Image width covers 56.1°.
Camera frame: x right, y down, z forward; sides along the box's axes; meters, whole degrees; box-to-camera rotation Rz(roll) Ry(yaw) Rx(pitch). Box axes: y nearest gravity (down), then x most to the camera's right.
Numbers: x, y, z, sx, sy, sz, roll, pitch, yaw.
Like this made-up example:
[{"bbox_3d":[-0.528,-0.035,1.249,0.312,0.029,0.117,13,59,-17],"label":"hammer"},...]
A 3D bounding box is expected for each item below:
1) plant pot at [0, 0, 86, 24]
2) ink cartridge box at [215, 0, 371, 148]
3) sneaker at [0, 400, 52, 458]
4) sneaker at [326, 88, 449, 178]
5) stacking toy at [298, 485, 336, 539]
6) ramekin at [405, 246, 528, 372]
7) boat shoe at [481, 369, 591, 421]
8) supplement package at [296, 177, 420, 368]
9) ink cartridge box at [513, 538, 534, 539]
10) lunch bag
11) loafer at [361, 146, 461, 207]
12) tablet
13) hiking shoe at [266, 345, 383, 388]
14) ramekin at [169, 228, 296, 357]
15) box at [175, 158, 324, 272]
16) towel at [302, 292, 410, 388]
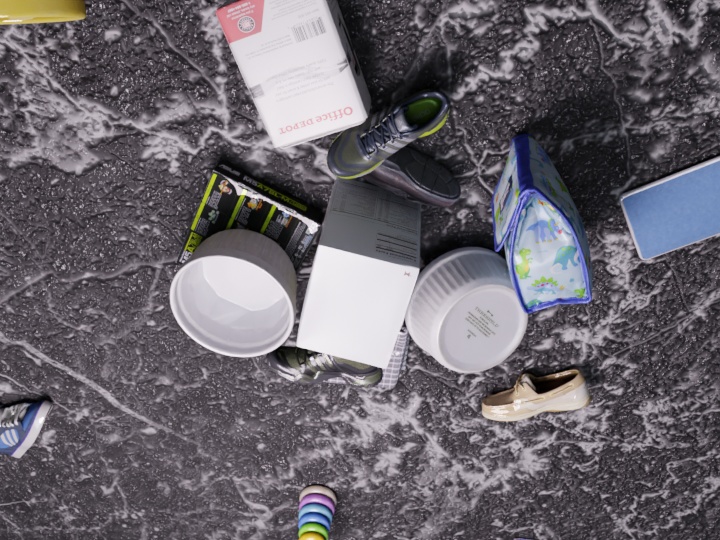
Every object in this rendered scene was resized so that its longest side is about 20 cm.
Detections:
[{"bbox_3d":[-0.457,-0.407,0.831,0.197,0.201,0.192,0,110,7],"label":"plant pot"},{"bbox_3d":[-0.084,-0.289,0.921,0.145,0.083,0.202,-13,121,15],"label":"ink cartridge box"},{"bbox_3d":[-0.740,0.308,1.397,0.145,0.081,0.200,33,127,-20],"label":"sneaker"},{"bbox_3d":[0.039,-0.196,0.935,0.198,0.081,0.074,-33,93,-1],"label":"sneaker"},{"bbox_3d":[-0.102,0.557,1.418,0.084,0.201,0.086,3,124,5],"label":"stacking toy"},{"bbox_3d":[0.177,0.072,1.086,0.199,0.094,0.205,-8,119,-14],"label":"ramekin"},{"bbox_3d":[0.313,0.220,1.230,0.197,0.074,0.070,-14,110,14],"label":"boat shoe"},{"bbox_3d":[0.000,0.000,1.035,0.145,0.201,0.193,14,124,-3],"label":"supplement package"},{"bbox_3d":[0.428,0.701,1.550,0.196,0.041,0.203,6,124,2],"label":"ink cartridge box"},{"bbox_3d":[0.253,-0.071,0.968,0.125,0.171,0.202,-11,123,16],"label":"lunch bag"},{"bbox_3d":[0.055,-0.147,1.019,0.198,0.072,0.063,27,143,-4],"label":"loafer"},{"bbox_3d":[0.506,-0.099,1.022,0.198,0.014,0.131,-22,119,20],"label":"tablet"},{"bbox_3d":[-0.056,0.131,1.116,0.196,0.076,0.102,5,119,-6],"label":"hiking shoe"},{"bbox_3d":[-0.193,0.030,1.082,0.196,0.106,0.203,4,126,5],"label":"ramekin"},{"bbox_3d":[-0.184,-0.053,1.115,0.191,0.048,0.201,27,124,-8],"label":"box"},{"bbox_3d":[-0.009,0.123,1.187,0.196,0.086,0.168,8,125,1],"label":"towel"}]
